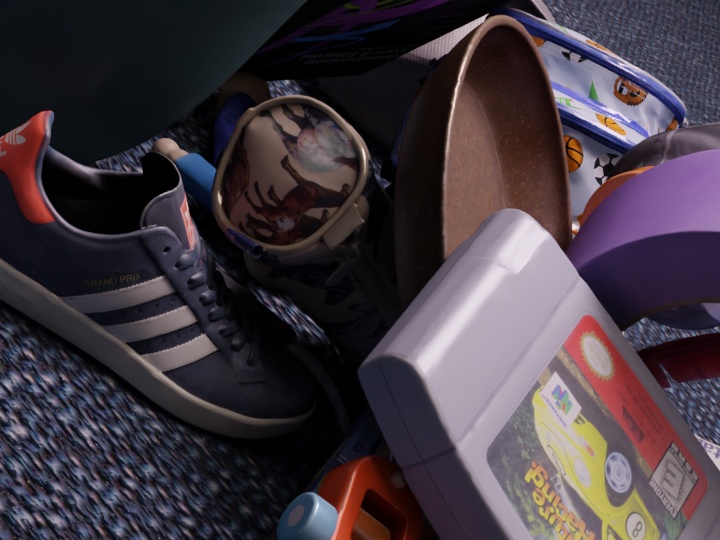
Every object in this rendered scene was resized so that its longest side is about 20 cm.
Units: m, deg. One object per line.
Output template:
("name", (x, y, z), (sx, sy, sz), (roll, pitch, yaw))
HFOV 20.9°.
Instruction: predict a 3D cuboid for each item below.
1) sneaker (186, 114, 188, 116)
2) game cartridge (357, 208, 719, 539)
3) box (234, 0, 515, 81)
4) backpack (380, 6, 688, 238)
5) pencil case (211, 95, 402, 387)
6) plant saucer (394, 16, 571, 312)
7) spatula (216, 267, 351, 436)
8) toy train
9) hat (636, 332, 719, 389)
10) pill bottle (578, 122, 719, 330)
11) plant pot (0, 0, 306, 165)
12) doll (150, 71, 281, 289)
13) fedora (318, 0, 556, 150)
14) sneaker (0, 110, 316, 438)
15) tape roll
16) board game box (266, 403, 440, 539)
("sneaker", (-0.133, -0.194, 1.132), (0.200, 0.112, 0.073), (49, 29, 20))
("game cartridge", (0.086, 0.087, 0.795), (0.200, 0.041, 0.133), (53, 47, -12))
("box", (0.012, -0.157, 1.146), (0.143, 0.200, 0.036), (-9, 83, -44))
("backpack", (0.109, -0.066, 1.159), (0.199, 0.155, 0.190), (21, 8, 6))
("pencil case", (0.000, 0.000, 0.952), (0.090, 0.078, 0.200), (63, 7, 34))
("plant saucer", (0.057, -0.017, 0.918), (0.200, 0.036, 0.202), (-1, 90, -68))
("spatula", (-0.026, 0.050, 0.970), (0.200, 0.021, 0.057), (43, 24, 3))
("toy train", (0.043, 0.121, 0.802), (0.200, 0.056, 0.151), (36, 49, -28))
("hat", (0.126, 0.020, 1.079), (0.200, 0.176, 0.166), (17, 33, -49))
("pill bottle", (0.196, -0.026, 1.047), (0.106, 0.106, 0.200), (49, 33, 20))
("plant pot", (-0.140, -0.149, 0.967), (0.200, 0.161, 0.201), (35, 21, -16))
("doll", (-0.052, -0.045, 1.078), (0.136, 0.049, 0.200), (24, 23, -18))
("fedora", (0.040, -0.142, 1.341), (0.199, 0.177, 0.090), (25, 52, 12))
("sneaker", (-0.086, 0.002, 0.870), (0.200, 0.085, 0.075), (32, 22, -26))
("tape roll", (0.173, 0.052, 0.880), (0.200, 0.200, 0.085), (40, 35, -4))
("board game box", (0.033, 0.132, 0.860), (0.135, 0.034, 0.200), (42, 27, 0))
